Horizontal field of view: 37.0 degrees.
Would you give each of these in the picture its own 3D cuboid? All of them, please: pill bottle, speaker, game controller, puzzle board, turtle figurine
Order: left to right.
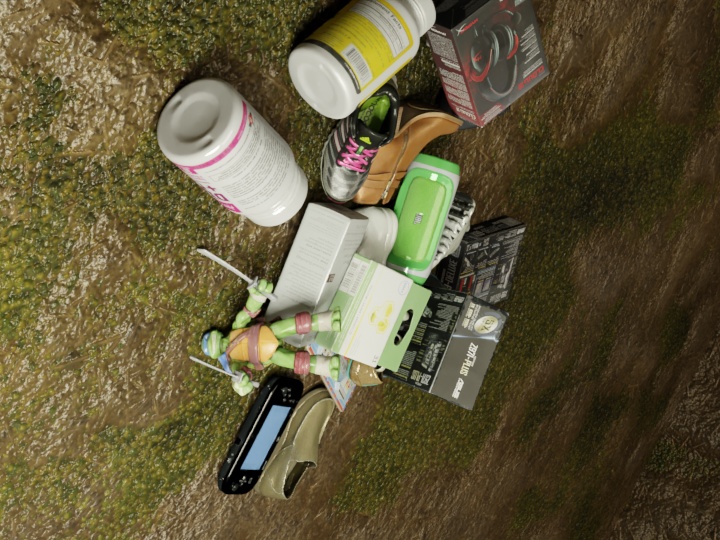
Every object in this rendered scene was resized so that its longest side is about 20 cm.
[{"bbox_3d":[-0.150,-0.138,1.320,0.113,0.113,0.200,-58,146,-7],"label":"pill bottle"},{"bbox_3d":[-0.152,0.254,1.659,0.104,0.042,0.200,26,91,-57],"label":"game controller"},{"bbox_3d":[-0.124,0.090,1.434,0.200,0.193,0.144,89,2,-46],"label":"turtle figurine"},{"bbox_3d":[-0.024,0.116,1.723,0.151,0.017,0.200,-64,150,-29],"label":"puzzle board"},{"bbox_3d":[0.008,-0.300,1.422,0.200,0.111,0.111,-44,143,-25],"label":"pill bottle"},{"bbox_3d":[0.093,-0.081,1.703,0.088,0.088,0.200,12,96,-56],"label":"speaker"}]

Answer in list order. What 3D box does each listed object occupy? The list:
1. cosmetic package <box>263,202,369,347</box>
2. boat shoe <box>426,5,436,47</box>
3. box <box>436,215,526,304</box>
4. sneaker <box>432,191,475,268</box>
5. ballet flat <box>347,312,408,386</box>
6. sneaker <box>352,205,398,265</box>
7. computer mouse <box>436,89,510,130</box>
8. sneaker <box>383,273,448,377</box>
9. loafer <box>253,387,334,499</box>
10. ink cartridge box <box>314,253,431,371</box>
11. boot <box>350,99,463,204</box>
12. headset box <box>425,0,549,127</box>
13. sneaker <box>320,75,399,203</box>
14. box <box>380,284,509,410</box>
[{"bbox_3d":[-0.064,0.005,1.553,0.200,0.074,0.102,-70,165,9],"label":"cosmetic package"},{"bbox_3d":[0.167,-0.351,1.656,0.200,0.072,0.071,8,114,-44],"label":"boat shoe"},{"bbox_3d":[0.217,-0.006,1.972,0.200,0.050,0.158,-18,127,-47],"label":"box"},{"bbox_3d":[0.126,-0.041,1.809,0.200,0.075,0.081,-46,152,-23],"label":"sneaker"},{"bbox_3d":[0.037,0.092,1.734,0.068,0.072,0.200,33,71,-62],"label":"ballet flat"},{"bbox_3d":[0.000,0.000,1.657,0.088,0.075,0.200,3,92,-43],"label":"sneaker"},{"bbox_3d":[0.202,-0.286,1.752,0.200,0.053,0.139,-31,136,-39],"label":"computer mouse"},{"bbox_3d":[0.070,0.087,1.835,0.082,0.073,0.200,46,68,-39],"label":"sneaker"},{"bbox_3d":[-0.094,0.284,1.735,0.200,0.067,0.076,-60,147,-4],"label":"loafer"},{"bbox_3d":[0.036,0.073,1.617,0.200,0.048,0.146,25,89,-45],"label":"ink cartridge box"},{"bbox_3d":[0.066,-0.174,1.621,0.200,0.077,0.156,-10,119,-49],"label":"boot"},{"bbox_3d":[0.189,-0.322,1.585,0.149,0.075,0.200,-38,134,-15],"label":"headset box"},{"bbox_3d":[0.001,-0.182,1.490,0.074,0.087,0.200,21,105,-15],"label":"sneaker"},{"bbox_3d":[0.125,0.115,1.713,0.086,0.200,0.164,25,84,-25],"label":"box"}]
